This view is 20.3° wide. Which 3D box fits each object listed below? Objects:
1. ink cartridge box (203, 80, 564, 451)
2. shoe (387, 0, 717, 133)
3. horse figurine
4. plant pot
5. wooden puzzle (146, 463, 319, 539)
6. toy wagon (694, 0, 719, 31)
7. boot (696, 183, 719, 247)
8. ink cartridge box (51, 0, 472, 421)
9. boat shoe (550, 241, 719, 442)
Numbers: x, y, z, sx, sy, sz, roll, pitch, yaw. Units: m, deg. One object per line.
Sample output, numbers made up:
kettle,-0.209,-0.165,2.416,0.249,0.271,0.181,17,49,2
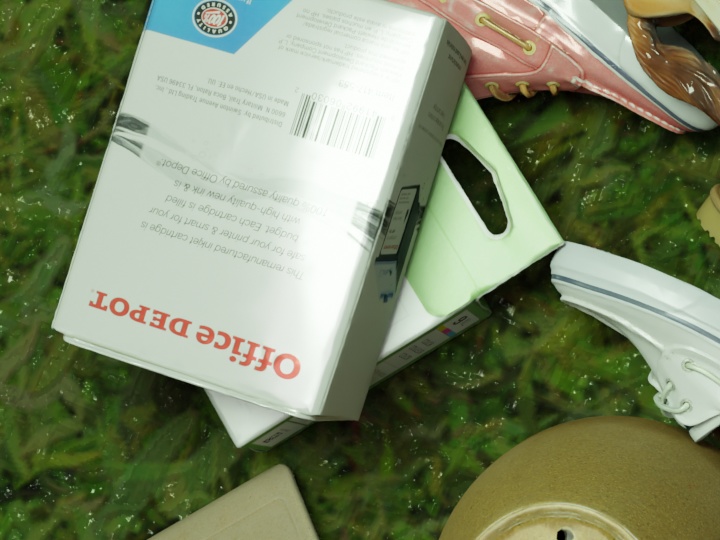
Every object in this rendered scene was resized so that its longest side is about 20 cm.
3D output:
ink cartridge box,0.000,0.000,1.051,0.200,0.059,0.104,-32,77,8
shoe,0.090,-0.115,1.045,0.200,0.071,0.091,37,115,4
horse figurine,0.176,-0.167,0.975,0.132,0.050,0.201,16,86,35
plant pot,0.104,0.154,0.933,0.186,0.200,0.187,-2,82,15
wooden puzzle,-0.079,0.224,1.034,0.185,0.046,0.200,-30,55,9
toy wagon,0.227,-0.188,0.906,0.200,0.040,0.155,-40,63,11
boot,0.260,-0.055,0.935,0.175,0.066,0.200,49,121,31
ink cartridge box,-0.047,-0.041,0.992,0.146,0.086,0.201,17,90,15
boat shoe,0.176,0.053,0.992,0.199,0.074,0.067,26,89,16
